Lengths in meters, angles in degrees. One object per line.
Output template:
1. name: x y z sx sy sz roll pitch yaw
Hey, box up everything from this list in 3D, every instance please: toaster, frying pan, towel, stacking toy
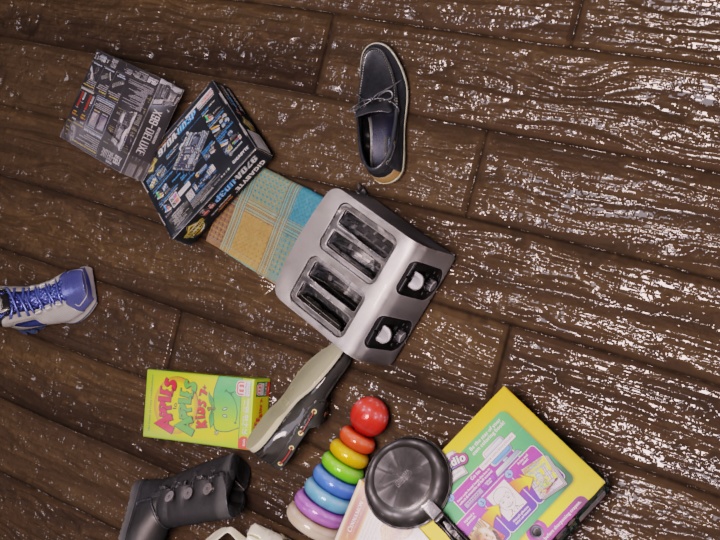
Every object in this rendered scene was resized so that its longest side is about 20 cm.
1. toaster: 0.000 0.000 1.248 0.199 0.118 0.182 37 101 25
2. frying pan: 0.067 0.287 1.108 0.113 0.031 0.192 -26 55 7
3. towel: -0.133 -0.068 1.377 0.198 0.022 0.149 28 97 28
4. stacking toy: -0.022 0.265 1.260 0.085 0.085 0.202 29 95 25

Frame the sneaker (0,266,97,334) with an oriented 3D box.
1. sneaker: -0.537 0.057 1.515 0.197 0.115 0.082 -21 77 23

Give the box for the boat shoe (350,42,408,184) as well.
1. boat shoe: 0.026 -0.224 1.287 0.073 0.062 0.204 -6 81 28

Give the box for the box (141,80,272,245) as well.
1. box: -0.244 -0.164 1.414 0.200 0.046 0.160 -44 59 16

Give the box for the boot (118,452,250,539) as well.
1. boot: -0.257 0.369 1.353 0.197 0.066 0.167 -16 56 23

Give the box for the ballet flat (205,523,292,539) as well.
1. ballet flat: -0.167 0.401 1.319 0.197 0.068 0.076 -15 102 27

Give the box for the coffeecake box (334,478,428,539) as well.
1. coffeecake box: 0.063 0.387 1.205 0.198 0.073 0.156 26 95 26

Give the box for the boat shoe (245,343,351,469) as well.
1. boat shoe: -0.077 0.189 1.305 0.063 0.074 0.202 38 92 -17

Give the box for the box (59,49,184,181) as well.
1. box: -0.386 -0.251 1.476 0.199 0.049 0.160 27 94 38

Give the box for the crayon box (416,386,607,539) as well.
1. crayon box: 0.170 0.276 1.126 0.200 0.058 0.172 -44 59 -7

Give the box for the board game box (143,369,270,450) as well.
1. board game box: -0.233 0.207 1.386 0.197 0.047 0.104 1 86 27
